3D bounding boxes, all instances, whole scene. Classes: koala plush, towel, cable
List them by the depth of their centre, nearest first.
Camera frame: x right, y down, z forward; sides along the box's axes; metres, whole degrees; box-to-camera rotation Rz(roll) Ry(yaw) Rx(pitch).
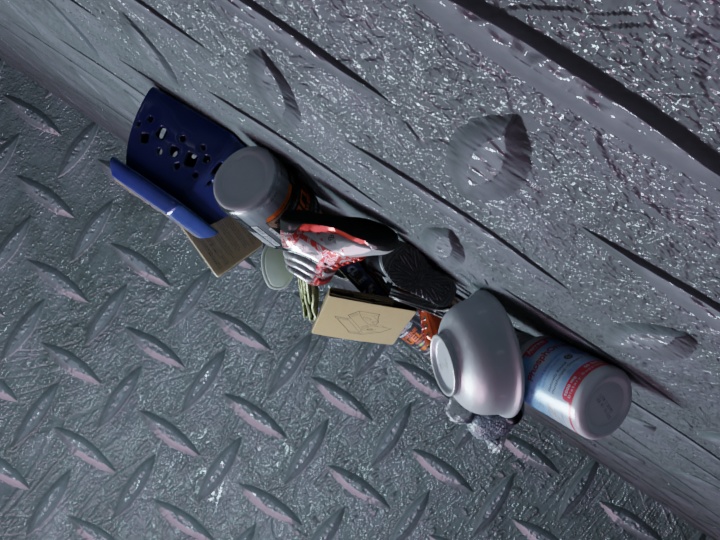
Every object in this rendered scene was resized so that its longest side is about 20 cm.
[{"bbox_3d":[0.152,0.062,1.511,0.200,0.050,0.097,25,-172,17],"label":"cable"},{"bbox_3d":[0.253,0.216,1.544,0.177,0.200,0.184,37,175,-33],"label":"koala plush"},{"bbox_3d":[-0.097,-0.019,1.640,0.036,0.200,0.149,-4,135,-1],"label":"towel"}]

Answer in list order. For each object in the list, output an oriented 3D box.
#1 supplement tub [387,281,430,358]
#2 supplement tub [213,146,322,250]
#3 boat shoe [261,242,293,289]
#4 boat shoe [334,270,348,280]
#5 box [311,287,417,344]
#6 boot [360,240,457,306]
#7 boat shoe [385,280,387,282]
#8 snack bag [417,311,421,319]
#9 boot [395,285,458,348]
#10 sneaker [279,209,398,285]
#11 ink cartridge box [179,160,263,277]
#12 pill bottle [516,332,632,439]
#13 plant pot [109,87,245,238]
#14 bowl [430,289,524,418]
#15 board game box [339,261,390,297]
[{"bbox_3d":[0.113,0.103,1.933,0.200,0.107,0.107,34,175,-8],"label":"supplement tub"},{"bbox_3d":[-0.146,-0.111,1.458,0.122,0.123,0.200,31,175,32],"label":"supplement tub"},{"bbox_3d":[-0.156,-0.065,1.691,0.075,0.200,0.060,6,-173,-13],"label":"boat shoe"},{"bbox_3d":[-0.092,-0.050,1.798,0.200,0.072,0.068,44,-165,-1],"label":"boat shoe"},{"bbox_3d":[0.005,0.089,1.617,0.163,0.021,0.200,10,155,-8],"label":"box"},{"bbox_3d":[0.053,-0.016,1.474,0.165,0.066,0.200,39,178,-30],"label":"boot"},{"bbox_3d":[-0.024,-0.027,1.877,0.200,0.071,0.064,25,-154,14],"label":"boat shoe"},{"bbox_3d":[0.177,0.111,1.746,0.188,0.021,0.200,31,-170,-17],"label":"snack bag"},{"bbox_3d":[0.128,0.081,1.595,0.200,0.107,0.075,33,170,23],"label":"boot"},{"bbox_3d":[-0.033,-0.027,1.378,0.201,0.108,0.067,12,-149,21],"label":"sneaker"},{"bbox_3d":[-0.276,-0.112,1.741,0.200,0.165,0.075,55,173,-3],"label":"ink cartridge box"},{"bbox_3d":[0.292,0.161,1.286,0.109,0.109,0.200,37,174,-34],"label":"pill bottle"},{"bbox_3d":[-0.314,-0.180,1.575,0.200,0.180,0.200,33,174,19],"label":"plant pot"},{"bbox_3d":[0.164,0.134,1.326,0.090,0.201,0.201,-11,-172,-15],"label":"bowl"},{"bbox_3d":[0.000,0.000,1.638,0.200,0.035,0.136,47,-171,-45],"label":"board game box"}]
